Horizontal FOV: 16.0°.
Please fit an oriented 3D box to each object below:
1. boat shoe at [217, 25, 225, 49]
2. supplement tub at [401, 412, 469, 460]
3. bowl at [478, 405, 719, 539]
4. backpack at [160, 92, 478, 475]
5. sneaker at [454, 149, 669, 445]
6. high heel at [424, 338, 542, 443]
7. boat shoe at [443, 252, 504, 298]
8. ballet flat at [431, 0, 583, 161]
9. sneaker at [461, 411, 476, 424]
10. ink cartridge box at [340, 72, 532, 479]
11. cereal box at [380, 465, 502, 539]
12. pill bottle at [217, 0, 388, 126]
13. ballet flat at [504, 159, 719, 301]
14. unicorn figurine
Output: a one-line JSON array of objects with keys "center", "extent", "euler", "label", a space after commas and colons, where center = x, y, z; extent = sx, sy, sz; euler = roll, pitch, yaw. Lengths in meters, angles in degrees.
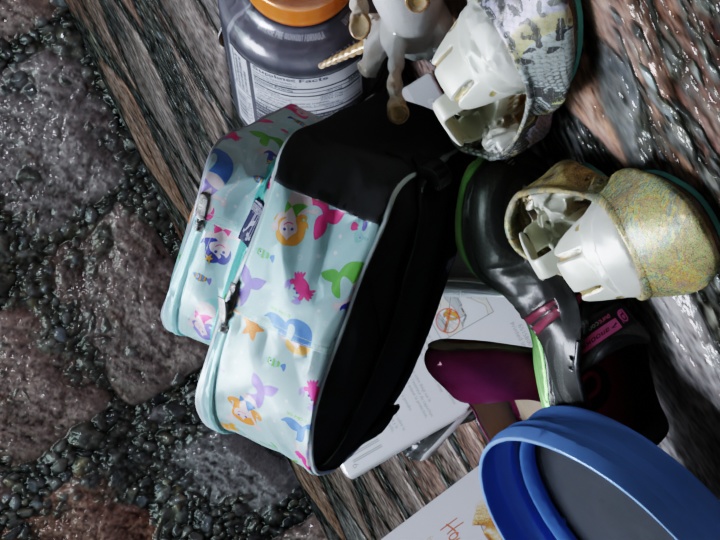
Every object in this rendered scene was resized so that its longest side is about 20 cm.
[{"center": [-0.069, -0.173, 1.857], "extent": [0.075, 0.073, 0.200], "euler": [59, 171, 13], "label": "boat shoe"}, {"center": [0.008, 0.019, 1.708], "extent": [0.200, 0.123, 0.123], "euler": [44, 170, 4], "label": "supplement tub"}, {"center": [0.152, 0.156, 1.427], "extent": [0.200, 0.039, 0.201], "euler": [38, 156, 20], "label": "bowl"}, {"center": [-0.024, 0.008, 1.455], "extent": [0.177, 0.150, 0.201], "euler": [-35, -41, -64], "label": "backpack"}, {"center": [0.119, 0.016, 1.416], "extent": [0.084, 0.077, 0.201], "euler": [7, 130, 59], "label": "sneaker"}, {"center": [0.091, 0.096, 1.507], "extent": [0.067, 0.097, 0.200], "euler": [5, 172, 35], "label": "high heel"}, {"center": [0.001, 0.000, 1.567], "extent": [0.070, 0.199, 0.072], "euler": [42, -137, -81], "label": "boat shoe"}, {"center": [0.069, -0.100, 1.293], "extent": [0.072, 0.072, 0.200], "euler": [59, 171, 13], "label": "ballet flat"}, {"center": [0.048, 0.013, 1.817], "extent": [0.085, 0.078, 0.201], "euler": [-130, 21, -82], "label": "sneaker"}, {"center": [0.019, 0.002, 1.622], "extent": [0.201, 0.173, 0.044], "euler": [61, -172, 3], "label": "ink cartridge box"}, {"center": [0.096, 0.183, 1.608], "extent": [0.040, 0.200, 0.144], "euler": [53, 178, -42], "label": "cereal box"}, {"center": [-0.034, -0.154, 1.608], "extent": [0.107, 0.106, 0.200], "euler": [58, 171, 17], "label": "pill bottle"}, {"center": [0.119, -0.015, 1.276], "extent": [0.071, 0.070, 0.200], "euler": [63, 171, -13], "label": "ballet flat"}, {"center": [0.021, -0.147, 1.426], "extent": [0.138, 0.073, 0.201], "euler": [-96, 7, -46], "label": "unicorn figurine"}]
